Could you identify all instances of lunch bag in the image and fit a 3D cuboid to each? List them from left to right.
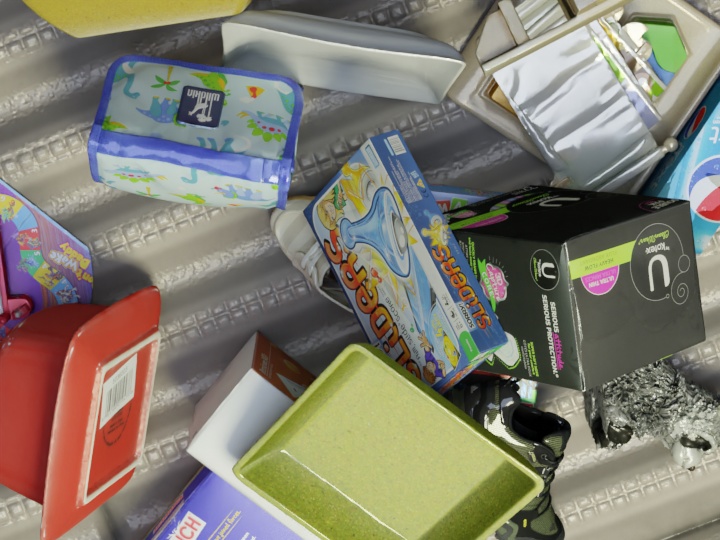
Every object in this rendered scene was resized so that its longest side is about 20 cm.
[{"bbox_3d":[-0.136,-0.111,1.671,0.169,0.200,0.128,8,104,-2],"label":"lunch bag"}]

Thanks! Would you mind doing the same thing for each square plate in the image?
[{"bbox_3d":[-0.018,-0.180,1.661,0.196,0.200,0.029,9,84,-3],"label":"square plate"}]

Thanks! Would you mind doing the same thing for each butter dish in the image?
[{"bbox_3d":[-0.273,0.109,1.742,0.147,0.200,0.201,15,107,14],"label":"butter dish"}]

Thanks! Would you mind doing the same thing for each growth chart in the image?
[{"bbox_3d":[0.193,-0.158,1.719,0.144,0.018,0.201,-28,104,3],"label":"growth chart"}]

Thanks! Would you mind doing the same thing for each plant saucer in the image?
[{"bbox_3d":[-0.154,-0.237,1.627,0.198,0.200,0.049,-8,108,12],"label":"plant saucer"},{"bbox_3d":[0.025,0.159,1.659,0.199,0.048,0.200,37,128,-8],"label":"plant saucer"}]

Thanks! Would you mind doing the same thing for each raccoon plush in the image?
[{"bbox_3d":[0.272,0.081,1.781,0.133,0.097,0.202,-7,104,-7],"label":"raccoon plush"}]

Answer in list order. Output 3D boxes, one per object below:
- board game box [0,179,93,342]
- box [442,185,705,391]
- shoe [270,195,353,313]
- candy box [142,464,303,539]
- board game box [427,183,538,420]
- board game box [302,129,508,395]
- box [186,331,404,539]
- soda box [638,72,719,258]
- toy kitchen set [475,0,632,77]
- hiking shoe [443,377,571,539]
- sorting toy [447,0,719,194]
[{"bbox_3d":[-0.339,0.008,1.780,0.200,0.039,0.158,39,101,-10],"label":"board game box"},{"bbox_3d":[0.161,0.009,1.644,0.148,0.199,0.125,-18,106,-34],"label":"box"},{"bbox_3d":[0.000,0.000,1.747,0.199,0.053,0.070,34,111,12],"label":"shoe"},{"bbox_3d":[-0.101,0.285,1.831,0.200,0.077,0.169,38,102,-10],"label":"candy box"},{"bbox_3d":[0.094,0.027,1.790,0.150,0.037,0.202,6,103,-1],"label":"board game box"},{"bbox_3d":[0.034,0.003,1.655,0.034,0.135,0.201,-18,74,-34],"label":"board game box"},{"bbox_3d":[-0.047,0.165,1.778,0.200,0.124,0.098,38,100,-9],"label":"box"},{"bbox_3d":[0.299,-0.083,1.748,0.064,0.068,0.201,30,102,-7],"label":"soda box"},{"bbox_3d":[0.131,-0.272,1.590,0.162,0.200,0.181,-28,91,5],"label":"toy kitchen set"},{"bbox_3d":[0.150,0.177,1.784,0.100,0.076,0.201,-20,123,22],"label":"hiking shoe"},{"bbox_3d":[0.201,-0.179,1.740,0.199,0.036,0.186,33,101,-8],"label":"sorting toy"}]
